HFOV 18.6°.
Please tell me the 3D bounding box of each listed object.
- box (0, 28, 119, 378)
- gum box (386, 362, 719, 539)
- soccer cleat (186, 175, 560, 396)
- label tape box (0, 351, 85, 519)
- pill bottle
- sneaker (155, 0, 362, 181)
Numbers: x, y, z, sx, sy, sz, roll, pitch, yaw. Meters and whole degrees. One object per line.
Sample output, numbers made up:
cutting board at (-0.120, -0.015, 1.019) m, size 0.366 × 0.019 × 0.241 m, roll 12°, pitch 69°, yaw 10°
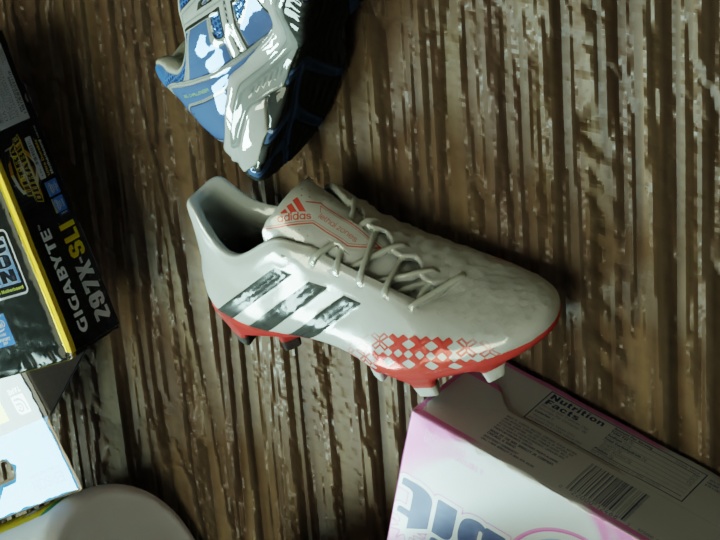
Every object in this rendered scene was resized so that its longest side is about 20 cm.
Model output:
box at (-0.233, -0.016, 1.112) m, size 0.199 × 0.049 × 0.161 m, roll -14°, pitch 103°, yaw 33°
gum box at (0.102, 0.133, 0.984) m, size 0.199 × 0.066 × 0.114 m, roll 29°, pitch 128°, yaw 25°
soccer cleat at (0.000, 0.000, 0.995) m, size 0.199 × 0.069 × 0.086 m, roll 9°, pitch 133°, yaw 42°
label tape box at (-0.220, 0.034, 1.200) m, size 0.144 × 0.063 × 0.201 m, roll -22°, pitch 98°, yaw 43°
pill bottle at (-0.183, 0.194, 1.224) m, size 0.199 × 0.113 × 0.113 m, roll -26°, pitch 96°, yaw 44°
sneaker at (-0.039, -0.130, 0.952) m, size 0.077 × 0.076 × 0.201 m, roll 35°, pitch 130°, yaw 14°
